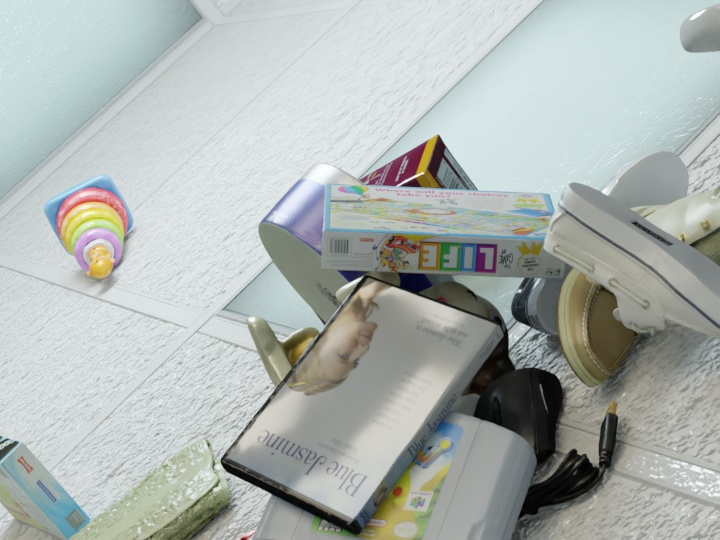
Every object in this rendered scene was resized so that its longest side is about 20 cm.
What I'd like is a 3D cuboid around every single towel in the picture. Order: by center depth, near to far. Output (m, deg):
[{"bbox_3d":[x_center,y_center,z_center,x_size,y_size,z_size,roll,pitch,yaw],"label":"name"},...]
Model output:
[{"bbox_3d":[-0.213,0.247,1.754,0.199,0.037,0.148,-39,19,-4],"label":"towel"}]

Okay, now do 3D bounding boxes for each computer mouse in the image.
[{"bbox_3d":[0.137,0.117,1.401,0.140,0.046,0.201,-29,21,28],"label":"computer mouse"}]

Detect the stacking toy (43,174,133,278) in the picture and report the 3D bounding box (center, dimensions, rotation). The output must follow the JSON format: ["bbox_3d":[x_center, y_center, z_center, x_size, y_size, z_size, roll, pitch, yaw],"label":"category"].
[{"bbox_3d":[-0.383,-0.041,2.631,0.115,0.110,0.200,-26,31,-1],"label":"stacking toy"}]

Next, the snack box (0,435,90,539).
[{"bbox_3d":[-0.372,0.229,1.964,0.037,0.117,0.199,-45,21,-20],"label":"snack box"}]

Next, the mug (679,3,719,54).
[{"bbox_3d":[0.364,-0.212,1.529,0.198,0.150,0.175,-8,-3,-22],"label":"mug"}]

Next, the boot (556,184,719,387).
[{"bbox_3d":[0.246,0.001,1.433,0.154,0.072,0.201,-19,27,38],"label":"boot"}]

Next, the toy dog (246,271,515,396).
[{"bbox_3d":[0.033,0.086,1.523,0.198,0.195,0.140,-27,39,-7],"label":"toy dog"}]

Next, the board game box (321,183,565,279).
[{"bbox_3d":[0.067,-0.034,1.518,0.197,0.035,0.135,3,20,-1],"label":"board game box"}]

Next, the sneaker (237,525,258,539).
[{"bbox_3d":[-0.100,0.284,1.422,0.201,0.071,0.098,-51,23,-26],"label":"sneaker"}]

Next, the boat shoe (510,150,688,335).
[{"bbox_3d":[0.205,-0.027,1.574,0.201,0.072,0.068,-51,23,-12],"label":"boat shoe"}]

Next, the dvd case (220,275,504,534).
[{"bbox_3d":[0.001,0.097,1.383,0.142,0.018,0.201,19,61,38],"label":"dvd case"}]

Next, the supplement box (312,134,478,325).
[{"bbox_3d":[0.025,-0.035,1.844,0.199,0.111,0.086,-28,21,28],"label":"supplement box"}]

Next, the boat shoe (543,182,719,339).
[{"bbox_3d":[0.220,0.013,1.362,0.071,0.199,0.070,-8,-51,-57],"label":"boat shoe"}]

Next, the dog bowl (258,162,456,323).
[{"bbox_3d":[0.000,0.000,1.677,0.079,0.200,0.200,-45,20,-13],"label":"dog bowl"}]

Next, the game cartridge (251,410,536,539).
[{"bbox_3d":[0.026,0.163,1.346,0.198,0.041,0.134,2,47,29],"label":"game cartridge"}]
